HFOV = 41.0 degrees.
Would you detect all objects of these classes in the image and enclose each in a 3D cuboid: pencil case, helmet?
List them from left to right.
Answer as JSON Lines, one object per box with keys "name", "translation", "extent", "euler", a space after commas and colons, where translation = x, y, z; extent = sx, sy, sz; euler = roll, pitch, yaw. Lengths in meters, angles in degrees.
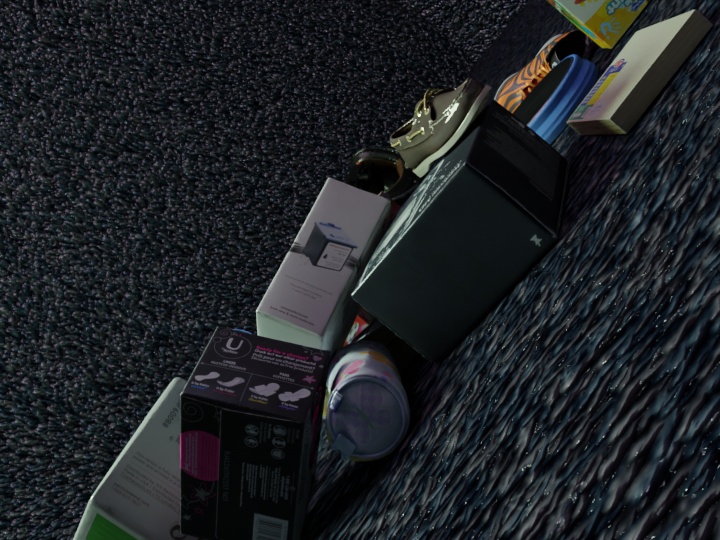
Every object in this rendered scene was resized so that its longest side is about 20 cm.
{"name": "pencil case", "translation": [0.004, 0.132, 1.006], "extent": [0.200, 0.082, 0.092], "euler": [-96, 30, -83]}
{"name": "helmet", "translation": [0.036, -0.075, 1.512], "extent": [0.201, 0.197, 0.193], "euler": [-56, -34, -39]}

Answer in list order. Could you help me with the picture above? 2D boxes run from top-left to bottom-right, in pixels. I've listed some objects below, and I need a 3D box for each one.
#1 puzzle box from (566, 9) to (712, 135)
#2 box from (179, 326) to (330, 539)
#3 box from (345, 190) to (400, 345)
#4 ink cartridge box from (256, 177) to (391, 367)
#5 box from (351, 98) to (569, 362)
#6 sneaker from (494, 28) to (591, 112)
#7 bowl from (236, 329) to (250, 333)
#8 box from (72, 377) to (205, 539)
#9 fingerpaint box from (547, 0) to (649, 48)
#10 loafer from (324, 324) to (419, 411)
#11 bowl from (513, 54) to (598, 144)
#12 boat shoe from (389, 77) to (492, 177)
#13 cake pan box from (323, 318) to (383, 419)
{"name": "puzzle box", "translation": [0.289, -0.204, 1.023], "extent": [0.134, 0.025, 0.200], "euler": [-53, 5, 7]}
{"name": "box", "translation": [-0.109, 0.179, 0.999], "extent": [0.115, 0.130, 0.202], "euler": [-71, -9, -54]}
{"name": "box", "translation": [0.000, 0.000, 1.326], "extent": [0.100, 0.095, 0.201], "euler": [-43, 9, 50]}
{"name": "ink cartridge box", "translation": [-0.042, 0.020, 1.117], "extent": [0.147, 0.085, 0.202], "euler": [97, -165, -56]}
{"name": "box", "translation": [0.111, -0.045, 1.027], "extent": [0.200, 0.123, 0.197], "euler": [-50, 8, 30]}
{"name": "sneaker", "translation": [0.276, -0.295, 1.474], "extent": [0.201, 0.077, 0.112], "euler": [-53, 4, -2]}
{"name": "bowl", "translation": [-0.421, 0.295, 3.218], "extent": [0.202, 0.199, 0.040], "euler": [-55, -16, -26]}
{"name": "box", "translation": [-0.207, 0.286, 1.151], "extent": [0.201, 0.198, 0.172], "euler": [-58, 1, -43]}
{"name": "fingerpaint box", "translation": [0.344, -0.439, 1.328], "extent": [0.201, 0.166, 0.073], "euler": [-52, 7, 12]}
{"name": "loafer", "translation": [0.022, 0.100, 1.141], "extent": [0.201, 0.067, 0.076], "euler": [-54, 5, -8]}
{"name": "bowl", "translation": [0.250, -0.216, 1.348], "extent": [0.201, 0.039, 0.201], "euler": [-52, 7, 9]}
{"name": "boat shoe", "translation": [0.084, -0.164, 1.060], "extent": [0.072, 0.059, 0.200], "euler": [-51, 3, -18]}
{"name": "cake pan box", "translation": [0.010, 0.102, 1.350], "extent": [0.201, 0.052, 0.184], "euler": [-56, 8, -28]}
